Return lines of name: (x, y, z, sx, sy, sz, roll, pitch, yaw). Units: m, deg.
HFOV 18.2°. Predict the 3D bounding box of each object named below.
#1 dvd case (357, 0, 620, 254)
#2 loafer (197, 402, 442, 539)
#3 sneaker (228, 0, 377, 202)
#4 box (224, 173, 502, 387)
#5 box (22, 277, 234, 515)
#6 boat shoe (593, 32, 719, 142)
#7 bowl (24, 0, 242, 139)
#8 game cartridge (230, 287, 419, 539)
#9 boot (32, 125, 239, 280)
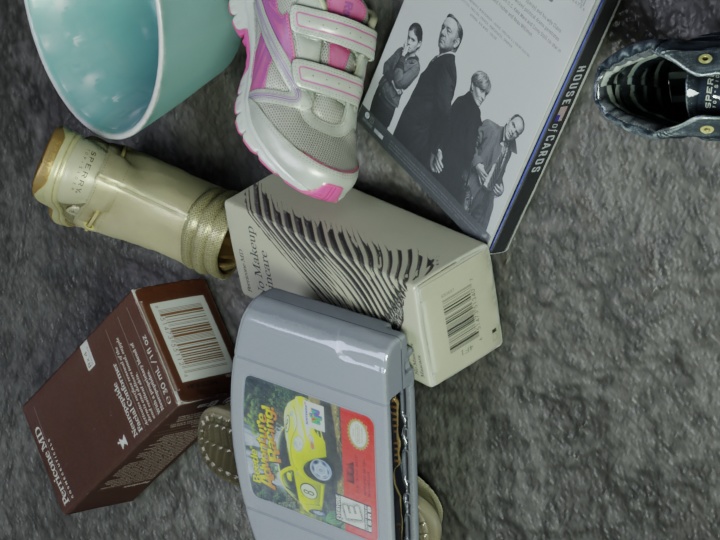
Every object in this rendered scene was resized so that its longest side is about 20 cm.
dvd case: (0.077, -0.135, 1.418, 0.150, 0.025, 0.201, 48, 129, 34)
loafer: (-0.020, 0.133, 1.548, 0.199, 0.068, 0.076, 25, 127, 27)
sneaker: (-0.032, -0.141, 1.483, 0.088, 0.081, 0.201, -38, 53, 40)
box: (0.000, 0.000, 1.484, 0.199, 0.068, 0.083, 23, 133, 45)
box: (-0.175, 0.098, 1.719, 0.200, 0.075, 0.101, -45, 63, 46)
boat shoe: (0.221, -0.095, 1.205, 0.200, 0.091, 0.071, 2, 98, 49)
bowl: (-0.151, -0.204, 1.599, 0.200, 0.105, 0.202, 31, 130, 47)
game cartridge: (-0.024, 0.115, 1.470, 0.133, 0.041, 0.201, 18, 124, 36)
boot: (-0.148, -0.046, 1.649, 0.155, 0.200, 0.073, 21, 85, 5)
